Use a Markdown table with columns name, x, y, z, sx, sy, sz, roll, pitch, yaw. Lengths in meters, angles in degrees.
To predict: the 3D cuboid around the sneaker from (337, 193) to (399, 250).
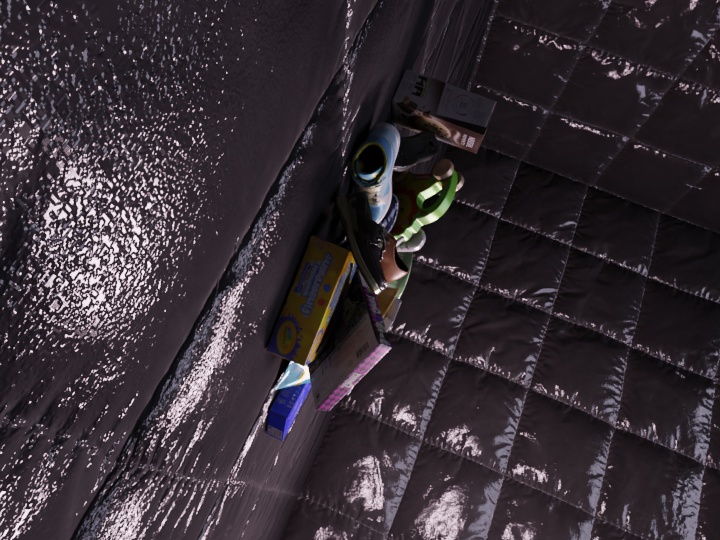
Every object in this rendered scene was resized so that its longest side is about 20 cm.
| name | x | y | z | sx | sy | sz | roll | pitch | yaw |
| --- | --- | --- | --- | --- | --- | --- | --- | --- | --- |
| sneaker | 0.011 | -0.076 | 1.118 | 0.201 | 0.070 | 0.108 | -56 | 175 | 10 |

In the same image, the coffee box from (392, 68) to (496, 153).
| name | x | y | z | sx | sy | sz | roll | pitch | yaw |
| --- | --- | --- | --- | --- | --- | --- | --- | --- | --- |
| coffee box | 0.172 | -0.332 | 1.129 | 0.113 | 0.199 | 0.080 | 60 | 53 | -81 |

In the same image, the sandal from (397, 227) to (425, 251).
| name | x | y | z | sx | sy | sz | roll | pitch | yaw |
| --- | --- | --- | --- | --- | --- | --- | --- | --- | --- |
| sandal | 0.068 | -0.068 | 1.237 | 0.050 | 0.202 | 0.083 | 42 | 71 | -42 |

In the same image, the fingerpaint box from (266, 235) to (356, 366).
| name | x | y | z | sx | sy | sz | roll | pitch | yaw |
| --- | --- | --- | --- | --- | --- | --- | --- | --- | --- |
| fingerpaint box | -0.074 | 0.052 | 0.930 | 0.167 | 0.073 | 0.201 | 27 | 85 | -83 |

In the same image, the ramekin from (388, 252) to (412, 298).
| name | x | y | z | sx | sy | sz | roll | pitch | yaw |
| --- | --- | --- | --- | --- | --- | --- | --- | --- | --- |
| ramekin | 0.057 | -0.001 | 1.476 | 0.200 | 0.097 | 0.201 | -162 | -90 | -76 |

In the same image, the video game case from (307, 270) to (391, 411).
| name | x | y | z | sx | sy | sz | roll | pitch | yaw |
| --- | --- | --- | --- | --- | --- | --- | --- | --- | --- |
| video game case | -0.033 | 0.130 | 1.000 | 0.200 | 0.036 | 0.182 | -50 | -143 | 28 |

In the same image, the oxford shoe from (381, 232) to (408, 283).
| name | x | y | z | sx | sy | sz | roll | pitch | yaw |
| --- | --- | --- | --- | --- | --- | --- | --- | --- | --- |
| oxford shoe | 0.027 | -0.062 | 1.006 | 0.200 | 0.071 | 0.072 | 53 | 33 | -30 |

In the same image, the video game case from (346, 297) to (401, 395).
| name | x | y | z | sx | sy | sz | roll | pitch | yaw |
| --- | --- | --- | --- | --- | --- | --- | --- | --- | --- |
| video game case | 0.027 | 0.155 | 1.146 | 0.182 | 0.023 | 0.200 | -59 | 177 | 12 |

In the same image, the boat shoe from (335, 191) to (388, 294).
| name | x | y | z | sx | sy | sz | roll | pitch | yaw |
| --- | --- | --- | --- | --- | --- | --- | --- | --- | --- |
| boat shoe | 0.012 | -0.055 | 0.880 | 0.072 | 0.066 | 0.202 | 60 | 7 | -55 |

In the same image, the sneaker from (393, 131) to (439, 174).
| name | x | y | z | sx | sy | sz | roll | pitch | yaw |
| --- | --- | --- | --- | --- | --- | --- | --- | --- | --- |
| sneaker | 0.068 | -0.237 | 1.119 | 0.114 | 0.077 | 0.199 | -18 | -174 | 44 |

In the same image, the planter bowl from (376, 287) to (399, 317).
| name | x | y | z | sx | sy | sz | roll | pitch | yaw |
| --- | --- | --- | --- | --- | --- | --- | --- | --- | --- |
| planter bowl | -0.004 | 0.101 | 1.116 | 0.201 | 0.083 | 0.200 | -58 | 177 | -4 |

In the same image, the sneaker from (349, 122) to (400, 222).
| name | x | y | z | sx | sy | sz | roll | pitch | yaw |
| --- | --- | --- | --- | --- | --- | --- | --- | --- | --- |
| sneaker | 0.014 | -0.156 | 0.972 | 0.131 | 0.079 | 0.201 | -61 | 161 | -58 |

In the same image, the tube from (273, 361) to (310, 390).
| name | x | y | z | sx | sy | sz | roll | pitch | yaw |
| --- | --- | --- | --- | --- | --- | --- | --- | --- | --- |
| tube | -0.101 | 0.206 | 1.122 | 0.200 | 0.050 | 0.078 | 6 | 113 | -59 |

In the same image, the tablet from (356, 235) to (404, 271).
| name | x | y | z | sx | sy | sz | roll | pitch | yaw |
| --- | --- | --- | --- | --- | --- | --- | --- | --- | --- |
| tablet | 0.000 | 0.000 | 1.122 | 0.200 | 0.014 | 0.130 | -37 | 180 | -27 |

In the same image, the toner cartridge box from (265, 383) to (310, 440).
| name | x | y | z | sx | sy | sz | roll | pitch | yaw |
| --- | --- | --- | --- | --- | --- | --- | --- | --- | --- |
| toner cartridge box | -0.141 | 0.262 | 1.181 | 0.200 | 0.043 | 0.095 | -61 | 171 | -46 |

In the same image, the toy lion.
| name | x | y | z | sx | sy | sz | roll | pitch | yaw |
| --- | --- | --- | --- | --- | --- | --- | --- | --- | --- |
| toy lion | 0.109 | -0.144 | 1.187 | 0.069 | 0.199 | 0.193 | 38 | 65 | -42 |
